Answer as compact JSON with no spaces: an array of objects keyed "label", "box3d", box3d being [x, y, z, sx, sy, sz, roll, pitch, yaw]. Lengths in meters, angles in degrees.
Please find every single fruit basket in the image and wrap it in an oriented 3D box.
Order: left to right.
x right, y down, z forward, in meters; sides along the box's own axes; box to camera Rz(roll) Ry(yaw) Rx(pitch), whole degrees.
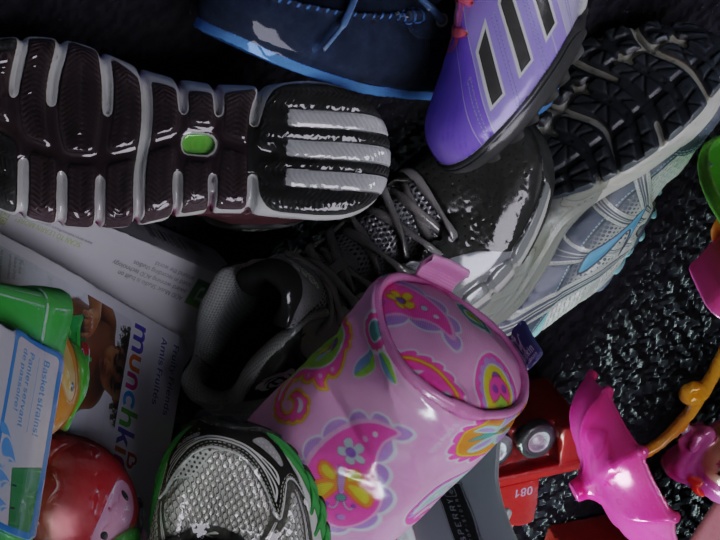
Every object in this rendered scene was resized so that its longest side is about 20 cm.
[{"label":"fruit basket","box3d":[-0.133,0.082,1.008,0.200,0.094,0.186,31,60,-48]}]

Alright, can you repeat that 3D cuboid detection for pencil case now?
[{"label":"pencil case","box3d":[-0.012,0.083,1.073,0.087,0.088,0.200,15,132,-35]}]

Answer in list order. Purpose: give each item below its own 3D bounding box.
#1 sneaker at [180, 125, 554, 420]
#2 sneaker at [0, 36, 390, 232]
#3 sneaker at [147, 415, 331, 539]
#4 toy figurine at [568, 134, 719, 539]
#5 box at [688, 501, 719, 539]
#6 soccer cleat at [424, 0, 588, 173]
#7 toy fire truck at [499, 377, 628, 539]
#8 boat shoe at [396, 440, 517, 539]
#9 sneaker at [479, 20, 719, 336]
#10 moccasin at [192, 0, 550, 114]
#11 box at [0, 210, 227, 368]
[{"label":"sneaker","box3d":[0.000,0.000,1.100,0.200,0.075,0.115,-45,161,5]},{"label":"sneaker","box3d":[-0.093,-0.045,1.060,0.199,0.116,0.076,9,81,-8]},{"label":"sneaker","box3d":[-0.060,0.158,1.015,0.078,0.085,0.201,7,100,10]},{"label":"toy figurine","box3d":[0.188,0.059,1.192,0.200,0.150,0.184,20,122,-31]},{"label":"box","box3d":[0.228,0.158,1.311,0.200,0.109,0.128,-59,168,13]},{"label":"soccer cleat","box3d":[0.067,-0.138,1.034,0.073,0.068,0.200,28,89,-28]},{"label":"toy fire truck","box3d":[0.058,0.127,1.268,0.199,0.049,0.141,-10,124,-23]},{"label":"boat shoe","box3d":[0.036,0.119,1.143,0.073,0.200,0.068,-1,134,-22]},{"label":"sneaker","box3d":[0.104,-0.036,1.188,0.200,0.078,0.086,-43,143,9]},{"label":"moccasin","box3d":[0.012,-0.117,1.084,0.200,0.080,0.068,2,113,-46]},{"label":"box","box3d":[-0.165,0.055,1.109,0.144,0.036,0.200,25,104,-38]}]
